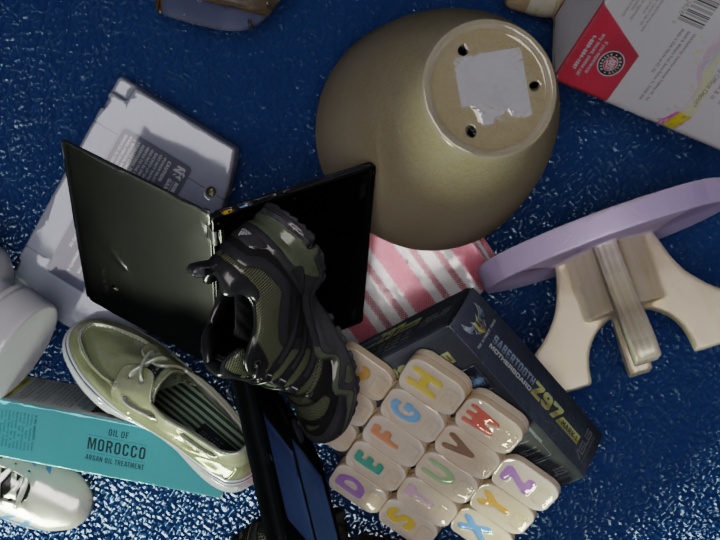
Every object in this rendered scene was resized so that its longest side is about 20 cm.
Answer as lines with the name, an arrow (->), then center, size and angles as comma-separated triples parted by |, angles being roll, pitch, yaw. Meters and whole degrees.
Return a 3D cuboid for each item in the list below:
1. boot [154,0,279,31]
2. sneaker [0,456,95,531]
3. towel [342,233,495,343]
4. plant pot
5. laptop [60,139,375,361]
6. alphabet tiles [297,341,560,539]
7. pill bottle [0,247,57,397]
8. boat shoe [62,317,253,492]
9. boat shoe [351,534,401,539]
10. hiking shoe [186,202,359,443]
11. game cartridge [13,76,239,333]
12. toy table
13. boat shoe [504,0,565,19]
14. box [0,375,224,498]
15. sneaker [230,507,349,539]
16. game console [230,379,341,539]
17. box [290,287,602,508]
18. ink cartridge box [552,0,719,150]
boot -> -0.070, -0.237, 1.087 | 0.198, 0.075, 0.097 | 12, 124, -9
sneaker -> -0.319, 0.169, 1.136 | 0.199, 0.072, 0.072 | 23, 96, -1
towel -> 0.000, 0.000, 1.120 | 0.199, 0.030, 0.147 | -35, 94, 9
plant pot -> 0.070, -0.116, 0.993 | 0.185, 0.200, 0.189 | 1, 86, -9
laptop -> -0.105, -0.025, 1.037 | 0.199, 0.188, 0.116 | -19, 55, -18
alphabet tiles -> 0.047, 0.141, 1.036 | 0.195, 0.015, 0.200 | 35, 138, 3
pill bottle -> -0.346, 0.011, 1.079 | 0.199, 0.120, 0.120 | 33, 98, 9
boat shoe -> -0.152, 0.092, 1.060 | 0.199, 0.062, 0.072 | 33, 58, 17
boat shoe -> 0.076, 0.271, 1.113 | 0.198, 0.072, 0.077 | 14, 93, -12
hiking shoe -> -0.067, 0.052, 0.961 | 0.100, 0.076, 0.201 | -31, 126, -22
game cartridge -> -0.189, -0.039, 1.121 | 0.133, 0.042, 0.201 | 31, 98, -5
toy table -> 0.201, 0.018, 1.043 | 0.199, 0.184, 0.118 | -21, 79, 18
boat shoe -> 0.158, -0.296, 1.053 | 0.064, 0.072, 0.202 | 12, 103, 1
box -> -0.200, 0.135, 1.120 | 0.198, 0.082, 0.050 | 11, 99, 2
sneaker -> -0.022, 0.276, 1.129 | 0.199, 0.076, 0.114 | 43, 104, 3
game console -> -0.046, 0.177, 1.017 | 0.031, 0.177, 0.201 | -19, 53, 2
box -> 0.062, 0.114, 1.051 | 0.158, 0.051, 0.200 | 46, 136, -12
ink cartridge box -> 0.260, -0.179, 1.002 | 0.199, 0.086, 0.148 | 20, 133, -14
